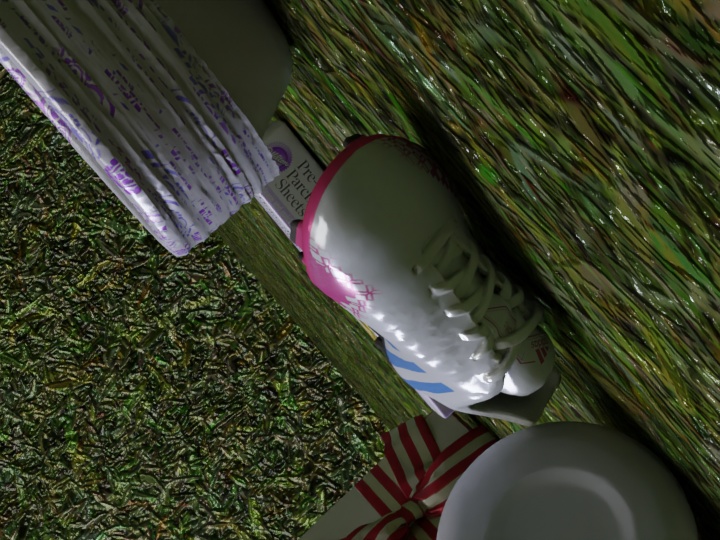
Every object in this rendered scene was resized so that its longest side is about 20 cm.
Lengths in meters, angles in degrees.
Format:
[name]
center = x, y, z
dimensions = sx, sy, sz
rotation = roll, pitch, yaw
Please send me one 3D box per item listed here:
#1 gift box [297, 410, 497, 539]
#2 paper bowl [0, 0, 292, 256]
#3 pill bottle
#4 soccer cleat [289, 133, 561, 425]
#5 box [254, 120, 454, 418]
[gift box]
center = 0.065, 0.228, 1.654
dimensions = 0.200, 0.185, 0.187
rotation = 34, 168, 51
[paper bowl]
center = -0.108, -0.112, 0.961
dimensions = 0.201, 0.104, 0.201
rotation = 50, 176, 5
[pill bottle]
center = 0.105, 0.148, 0.983
dimensions = 0.112, 0.112, 0.200
rotation = 48, 176, 25
[soccer cleat]
center = 0.037, 0.007, 0.853
dimensions = 0.086, 0.070, 0.200
rotation = 30, 171, 23
[box]
center = 0.000, 0.000, 1.265
dimensions = 0.200, 0.041, 0.039
rotation = 51, 175, -11
